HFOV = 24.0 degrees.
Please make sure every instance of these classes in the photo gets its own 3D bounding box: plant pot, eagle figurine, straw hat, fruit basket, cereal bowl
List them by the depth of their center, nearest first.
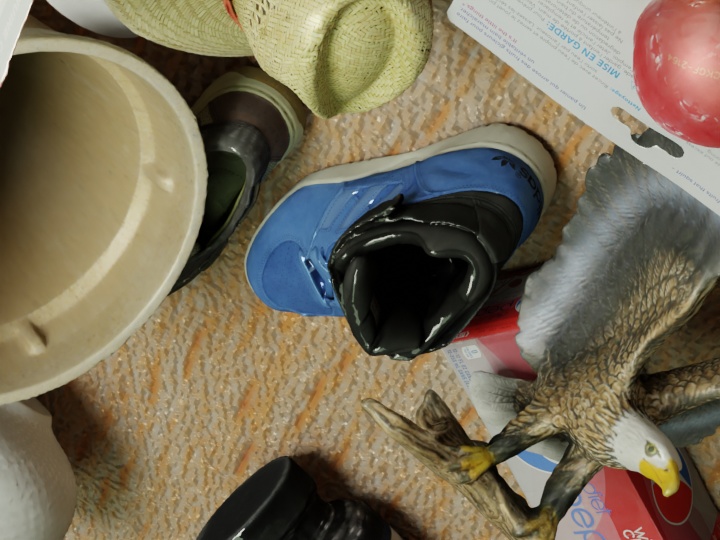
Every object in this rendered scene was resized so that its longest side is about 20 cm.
[{"bbox_3d":[0.143,-0.104,0.616,0.185,0.094,0.200,36,149,3],"label":"fruit basket"},{"bbox_3d":[-0.011,-0.113,0.712,0.201,0.200,0.085,-41,59,43],"label":"straw hat"},{"bbox_3d":[0.128,0.048,0.762,0.200,0.152,0.151,-43,58,6],"label":"eagle figurine"},{"bbox_3d":[-0.208,-0.064,0.852,0.183,0.200,0.201,44,145,41],"label":"plant pot"},{"bbox_3d":[-0.253,0.097,1.051,0.200,0.083,0.200,38,176,3],"label":"cereal bowl"}]

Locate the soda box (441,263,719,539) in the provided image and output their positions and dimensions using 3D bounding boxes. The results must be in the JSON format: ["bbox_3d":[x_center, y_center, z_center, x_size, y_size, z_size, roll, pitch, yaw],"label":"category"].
[{"bbox_3d":[0.122,0.094,0.896,0.070,0.063,0.200,-14,116,36],"label":"soda box"}]

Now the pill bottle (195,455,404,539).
[{"bbox_3d":[-0.004,0.211,1.023,0.200,0.112,0.112,46,133,-10],"label":"pill bottle"}]

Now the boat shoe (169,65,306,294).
[{"bbox_3d":[-0.103,-0.032,0.917,0.072,0.066,0.201,41,133,-7],"label":"boat shoe"}]

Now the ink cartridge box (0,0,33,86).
[{"bbox_3d":[-0.129,-0.171,0.682,0.050,0.200,0.163,10,119,-35],"label":"ink cartridge box"}]

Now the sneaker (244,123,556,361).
[{"bbox_3d":[-0.001,-0.001,0.855,0.199,0.111,0.077,-17,116,37],"label":"sneaker"}]

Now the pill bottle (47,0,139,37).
[{"bbox_3d":[-0.071,-0.193,0.743,0.112,0.112,0.200,43,133,-8],"label":"pill bottle"}]
